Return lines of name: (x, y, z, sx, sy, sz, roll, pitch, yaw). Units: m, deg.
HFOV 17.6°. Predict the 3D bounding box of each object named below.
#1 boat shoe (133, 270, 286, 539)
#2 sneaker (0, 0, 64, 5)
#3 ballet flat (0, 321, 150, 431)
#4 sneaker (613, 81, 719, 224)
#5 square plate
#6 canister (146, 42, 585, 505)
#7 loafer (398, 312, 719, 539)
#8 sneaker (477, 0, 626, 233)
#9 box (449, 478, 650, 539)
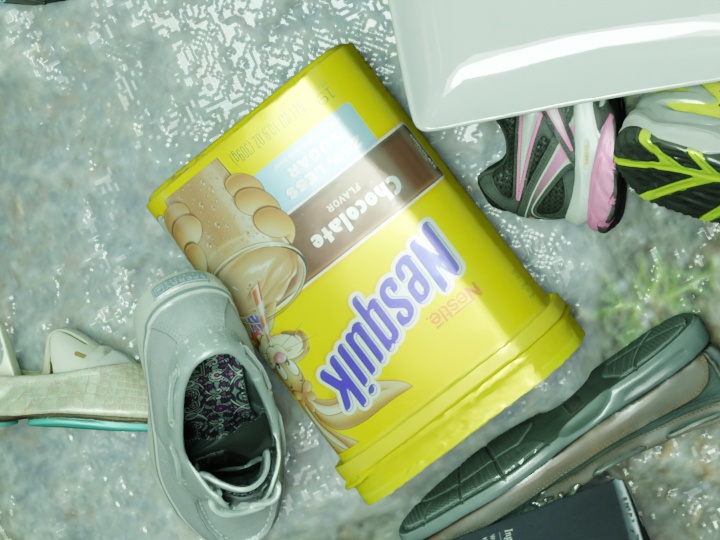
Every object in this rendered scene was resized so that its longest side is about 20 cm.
boat shoe: (-0.074, 0.091, 1.206, 0.070, 0.072, 0.202, -19, 136, -9)
sneaker: (-0.171, -0.236, 1.219, 0.079, 0.075, 0.201, 12, 108, -7)
ballet flat: (-0.182, 0.058, 1.264, 0.198, 0.067, 0.063, -1, 89, 6)
sneaker: (0.230, -0.054, 1.154, 0.199, 0.076, 0.077, 22, 62, 9)
square plate: (0.102, -0.178, 1.118, 0.196, 0.028, 0.201, -9, 113, 11)
canister: (0.000, 0.000, 1.223, 0.148, 0.087, 0.200, -38, 92, 15)
loafer: (0.114, 0.104, 1.239, 0.199, 0.072, 0.063, -37, 100, 8)
sneaker: (0.092, -0.119, 1.200, 0.086, 0.080, 0.202, 1, 96, 11)
box: (0.078, 0.222, 1.216, 0.199, 0.105, 0.148, -22, 125, 10)
